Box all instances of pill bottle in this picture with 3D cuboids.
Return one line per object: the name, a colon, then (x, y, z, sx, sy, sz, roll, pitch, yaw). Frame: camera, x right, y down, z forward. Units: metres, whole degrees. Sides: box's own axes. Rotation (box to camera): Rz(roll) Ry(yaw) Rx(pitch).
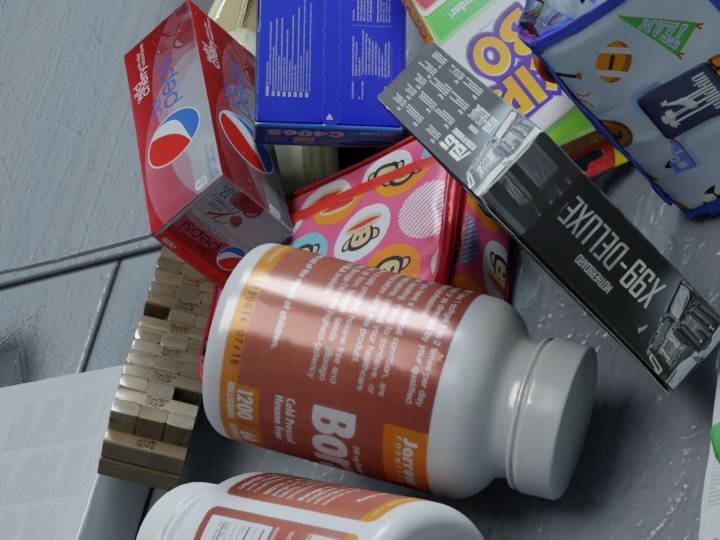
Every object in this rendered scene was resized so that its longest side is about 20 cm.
pill bottle: (0.023, 0.060, 1.287, 0.198, 0.112, 0.113, 14, 64, 17)
pill bottle: (-0.031, 0.170, 1.282, 0.199, 0.112, 0.113, 5, 62, 47)

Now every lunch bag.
lunch bag: (0.200, -0.148, 1.295, 0.200, 0.170, 0.124, -47, 32, -1)
lunch bag: (0.000, 0.000, 1.445, 0.199, 0.082, 0.177, -23, 39, 31)

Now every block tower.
block tower: (-0.115, 0.043, 1.505, 0.054, 0.057, 0.201, 107, 176, -48)

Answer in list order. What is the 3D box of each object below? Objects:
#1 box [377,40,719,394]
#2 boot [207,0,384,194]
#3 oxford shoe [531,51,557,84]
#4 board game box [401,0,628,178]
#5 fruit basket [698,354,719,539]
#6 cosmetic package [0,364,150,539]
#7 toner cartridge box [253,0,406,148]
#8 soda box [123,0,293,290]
box: (0.100, -0.033, 1.270, 0.050, 0.158, 0.200, -45, 24, 3)
boot: (-0.041, -0.129, 1.600, 0.154, 0.072, 0.202, -12, 55, 39)
oxford shoe: (0.169, -0.180, 1.393, 0.199, 0.071, 0.073, -34, 59, -20)
board game box: (0.091, -0.139, 1.416, 0.095, 0.030, 0.201, -24, 70, -9)
fruit basket: (0.252, 0.062, 1.146, 0.184, 0.094, 0.201, -21, 29, 31)
cosmetic package: (-0.211, 0.165, 1.530, 0.150, 0.052, 0.201, -9, 52, 37)
toner cartridge box: (-0.019, -0.179, 1.478, 0.094, 0.043, 0.202, 2, 77, -3)
soda box: (-0.099, -0.083, 1.500, 0.063, 0.070, 0.201, -39, 35, 19)
